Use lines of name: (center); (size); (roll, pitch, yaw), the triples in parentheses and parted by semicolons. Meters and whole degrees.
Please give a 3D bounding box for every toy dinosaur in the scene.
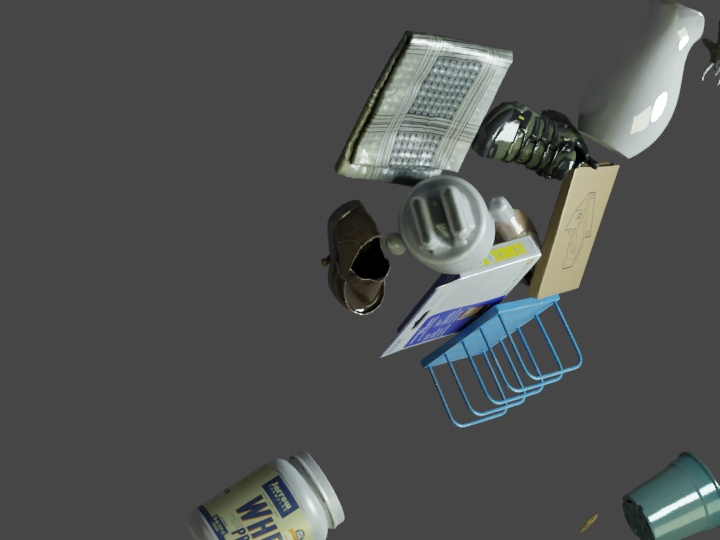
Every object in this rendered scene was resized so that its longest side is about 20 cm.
toy dinosaur: (0.564, -0.362, 1.652); (0.199, 0.077, 0.103); (-32, 158, -24)

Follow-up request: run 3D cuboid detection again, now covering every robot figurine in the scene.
robot figurine: (0.111, -0.056, 1.448); (0.168, 0.114, 0.200); (-14, 172, 11)

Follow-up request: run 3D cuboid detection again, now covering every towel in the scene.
towel: (0.079, -0.185, 1.366); (0.191, 0.035, 0.201); (-1, 130, -46)

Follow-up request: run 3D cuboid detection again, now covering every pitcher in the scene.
pitcher: (0.384, -0.255, 1.544); (0.201, 0.121, 0.171); (-61, 159, 8)

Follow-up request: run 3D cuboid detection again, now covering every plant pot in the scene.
plant pot: (0.768, 0.584, 2.822); (0.194, 0.201, 0.201); (-24, 144, -12)

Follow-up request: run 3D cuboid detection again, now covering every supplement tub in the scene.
supplement tub: (-0.138, 0.367, 1.666); (0.199, 0.145, 0.146); (-31, 145, -17)

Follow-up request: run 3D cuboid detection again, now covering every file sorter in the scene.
file sorter: (0.218, 0.139, 1.736); (0.138, 0.124, 0.200); (-10, 158, -39)

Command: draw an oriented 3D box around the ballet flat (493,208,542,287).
ballet flat: (0.249, -0.026, 1.692); (0.068, 0.067, 0.200); (-42, 147, 1)

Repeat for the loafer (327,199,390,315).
loafer: (0.000, 0.000, 1.459); (0.073, 0.071, 0.201); (-32, 146, -14)

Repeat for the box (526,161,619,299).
box: (0.315, -0.061, 1.685); (0.163, 0.021, 0.202); (-11, 121, -57)

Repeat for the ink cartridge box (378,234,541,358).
ink cartridge box: (0.133, 0.038, 1.622); (0.198, 0.047, 0.198); (-13, 154, -33)

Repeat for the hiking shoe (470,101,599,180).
hiking shoe: (0.232, -0.164, 1.487); (0.198, 0.101, 0.076); (-8, 133, -41)
